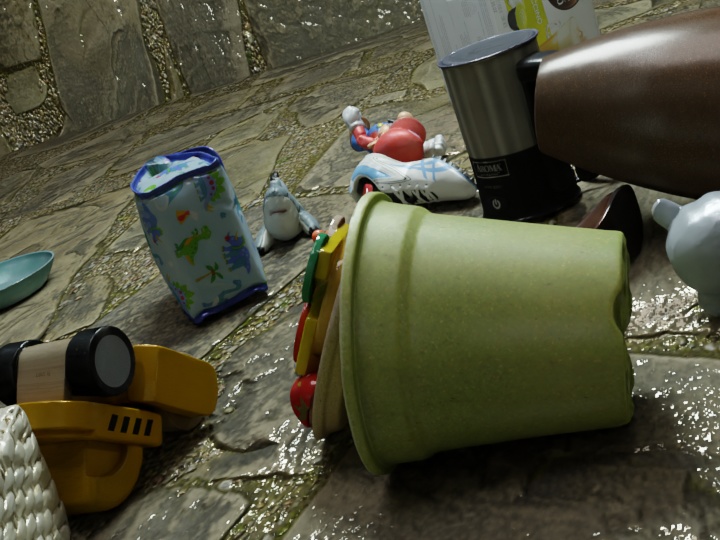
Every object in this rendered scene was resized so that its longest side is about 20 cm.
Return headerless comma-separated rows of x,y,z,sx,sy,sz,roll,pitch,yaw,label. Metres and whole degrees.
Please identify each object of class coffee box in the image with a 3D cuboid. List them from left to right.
0.246,-0.392,1.865,0.196,0.203,0.199,-27,19,-23,coffee box

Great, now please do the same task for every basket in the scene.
-0.293,0.197,0.829,0.121,0.138,0.200,-18,18,-2,basket

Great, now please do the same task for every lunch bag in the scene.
-0.201,-0.050,1.391,0.126,0.172,0.200,-24,16,-16,lunch bag

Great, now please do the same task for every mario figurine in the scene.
0.049,-0.201,1.679,0.122,0.108,0.200,-21,16,-11,mario figurine

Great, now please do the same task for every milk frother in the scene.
0.210,-0.179,1.300,0.178,0.191,0.200,-7,22,33,milk frother

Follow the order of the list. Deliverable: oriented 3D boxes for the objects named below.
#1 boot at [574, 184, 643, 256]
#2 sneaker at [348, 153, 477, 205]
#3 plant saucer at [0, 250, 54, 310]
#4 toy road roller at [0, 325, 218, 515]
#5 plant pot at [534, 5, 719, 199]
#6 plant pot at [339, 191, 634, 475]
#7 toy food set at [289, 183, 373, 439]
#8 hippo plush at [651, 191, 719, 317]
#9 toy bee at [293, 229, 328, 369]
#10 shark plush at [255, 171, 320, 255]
0.157,-0.015,1.100,0.198,0.065,0.186,-13,16,36,boot
0.067,-0.105,1.460,0.198,0.072,0.073,9,67,45,sneaker
-0.556,0.028,1.767,0.197,0.036,0.200,-18,17,6,plant saucer
-0.223,0.138,1.000,0.121,0.149,0.199,-10,-17,29,toy road roller
0.272,-0.158,1.104,0.197,0.190,0.187,3,25,21,plant pot
0.098,0.042,0.812,0.181,0.204,0.201,-1,22,16,plant pot
-0.013,0.035,0.926,0.048,0.201,0.200,15,17,8,toy food set
0.319,-0.023,0.873,0.198,0.161,0.161,-16,-20,-44,hippo plush
0.000,0.000,1.136,0.129,0.110,0.200,-10,20,21,toy bee
-0.098,-0.096,1.560,0.089,0.084,0.200,-15,18,13,shark plush
